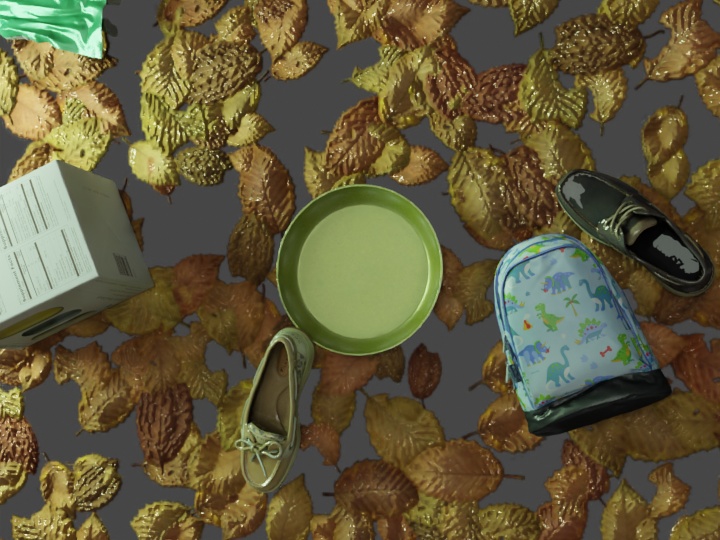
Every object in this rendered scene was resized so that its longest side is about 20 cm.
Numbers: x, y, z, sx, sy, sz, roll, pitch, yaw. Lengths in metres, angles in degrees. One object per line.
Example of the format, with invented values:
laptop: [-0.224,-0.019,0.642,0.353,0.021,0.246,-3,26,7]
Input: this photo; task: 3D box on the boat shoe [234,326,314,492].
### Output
boat shoe: [-0.106,0.165,1.138,0.073,0.063,0.201,12,98,14]

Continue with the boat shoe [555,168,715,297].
boat shoe: [0.302,-0.049,1.071,0.200,0.073,0.075,36,92,14]

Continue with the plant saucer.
plant saucer: [0.000,0.000,1.157,0.199,0.031,0.201,-1,84,12]

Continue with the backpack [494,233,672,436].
backpack: [0.221,0.059,1.056,0.163,0.154,0.201,-19,67,17]

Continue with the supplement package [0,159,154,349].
supplement package: [-0.388,-0.013,1.184,0.199,0.152,0.151,-24,80,9]

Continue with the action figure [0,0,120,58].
action figure: [-0.407,-0.333,1.273,0.199,0.055,0.119,6,87,20]
